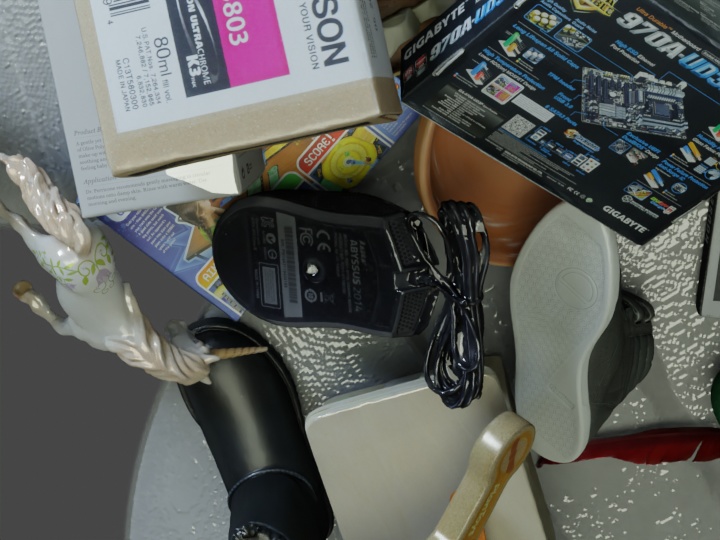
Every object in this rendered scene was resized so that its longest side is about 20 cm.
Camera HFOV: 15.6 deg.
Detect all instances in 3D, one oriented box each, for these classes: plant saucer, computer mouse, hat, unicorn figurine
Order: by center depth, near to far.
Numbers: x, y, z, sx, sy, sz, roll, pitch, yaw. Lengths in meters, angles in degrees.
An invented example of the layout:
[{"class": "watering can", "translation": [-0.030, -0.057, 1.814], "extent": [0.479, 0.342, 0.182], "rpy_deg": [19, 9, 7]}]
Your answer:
[{"class": "plant saucer", "translation": [0.118, -0.096, 1.641], "extent": [0.199, 0.037, 0.201], "rpy_deg": [-17, 129, -22]}, {"class": "computer mouse", "translation": [0.000, 0.000, 1.643], "extent": [0.199, 0.053, 0.139], "rpy_deg": [14, 117, 28]}, {"class": "unicorn figurine", "translation": [-0.168, 0.011, 1.672], "extent": [0.074, 0.137, 0.200], "rpy_deg": [-54, 148, -6]}, {"class": "hat", "translation": [0.260, 0.075, 1.769], "extent": [0.199, 0.176, 0.166], "rpy_deg": [-15, 123, -38]}]

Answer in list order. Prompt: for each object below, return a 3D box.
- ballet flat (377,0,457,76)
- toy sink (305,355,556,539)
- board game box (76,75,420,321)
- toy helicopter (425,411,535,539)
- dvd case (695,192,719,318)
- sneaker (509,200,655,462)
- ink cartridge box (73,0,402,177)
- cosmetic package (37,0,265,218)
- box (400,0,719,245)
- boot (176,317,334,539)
[{"class": "ballet flat", "translation": [0.040, -0.152, 1.611], "extent": [0.199, 0.063, 0.069], "rpy_deg": [-30, 100, -4]}, {"class": "toy sink", "translation": [0.048, 0.135, 1.742], "extent": [0.130, 0.112, 0.201], "rpy_deg": [-16, 119, 6]}, {"class": "board game box", "translation": [-0.069, -0.081, 1.682], "extent": [0.135, 0.034, 0.200], "rpy_deg": [38, 108, -16]}, {"class": "toy helicopter", "translation": [0.061, 0.176, 1.647], "extent": [0.079, 0.132, 0.201], "rpy_deg": [36, 111, 27]}, {"class": "dvd case", "translation": [0.304, -0.058, 1.705], "extent": [0.150, 0.025, 0.201], "rpy_deg": [4, 114, -2]}, {"class": "sneaker", "translation": [0.148, 0.020, 1.691], "extent": [0.070, 0.099, 0.201], "rpy_deg": [21, 131, 24]}, {"class": "ink cartridge box", "translation": [-0.079, -0.166, 1.496], "extent": [0.164, 0.075, 0.201], "rpy_deg": [-13, 91, 10]}, {"class": "cosmetic package", "translation": [-0.131, -0.142, 1.600], "extent": [0.107, 0.085, 0.201], "rpy_deg": [-7, 101, 11]}, {"class": "box", "translation": [0.147, -0.110, 1.531], "extent": [0.200, 0.046, 0.159], "rpy_deg": [29, 133, -27]}, {"class": "boot", "translation": [-0.068, 0.145, 1.717], "extent": [0.073, 0.163, 0.199], "rpy_deg": [-20, 113, 10]}]
